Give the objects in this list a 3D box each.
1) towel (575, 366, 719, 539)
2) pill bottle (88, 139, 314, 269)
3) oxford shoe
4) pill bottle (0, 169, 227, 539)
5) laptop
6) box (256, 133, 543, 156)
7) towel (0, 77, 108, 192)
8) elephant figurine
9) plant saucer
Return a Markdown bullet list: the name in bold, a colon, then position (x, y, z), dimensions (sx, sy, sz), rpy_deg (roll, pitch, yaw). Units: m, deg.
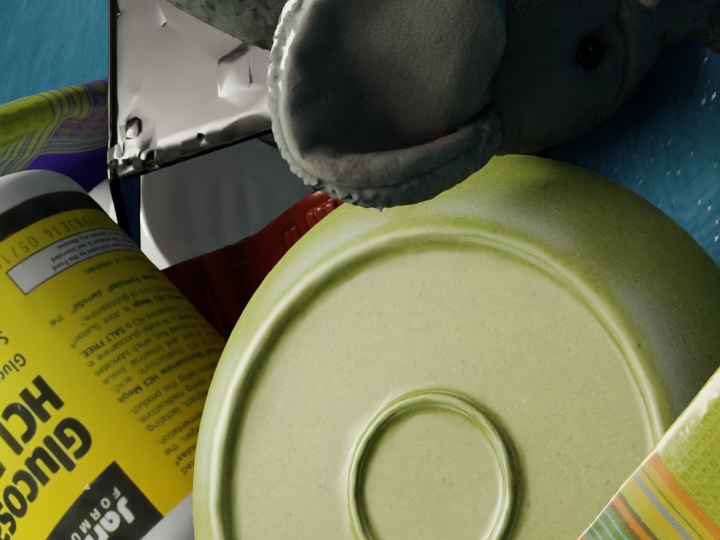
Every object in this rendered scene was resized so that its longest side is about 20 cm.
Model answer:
- **towel**: position (0.113, 0.056, 0.593), dimensions (0.086, 0.018, 0.201), rpy_deg (48, 119, 26)
- **pill bottle**: position (-0.099, 0.020, 1.079), dimensions (0.200, 0.109, 0.110), rpy_deg (-43, 35, 49)
- **oxford shoe**: position (0.000, 0.000, 0.889), dimensions (0.199, 0.072, 0.072), rpy_deg (-12, 96, 36)
- **pill bottle**: position (-0.082, 0.069, 0.832), dimensions (0.200, 0.112, 0.113), rpy_deg (45, 124, 18)
- **laptop**: position (-0.040, -0.108, 0.879), dimensions (0.199, 0.103, 0.179), rpy_deg (-16, 67, 32)
- **box**: position (0.049, -0.125, 0.852), dimensions (0.200, 0.101, 0.113), rpy_deg (-45, 34, 48)
- **towel**: position (-0.102, -0.057, 1.063), dimensions (0.143, 0.199, 0.023), rpy_deg (-32, 73, 53)
- **elephant figurine**: position (0.020, -0.083, 0.694), dimensions (0.141, 0.201, 0.155), rpy_deg (-43, 10, -35)
- **plant saucer**: position (0.027, 0.064, 0.692), dimensions (0.198, 0.031, 0.202), rpy_deg (-4, 83, 30)
